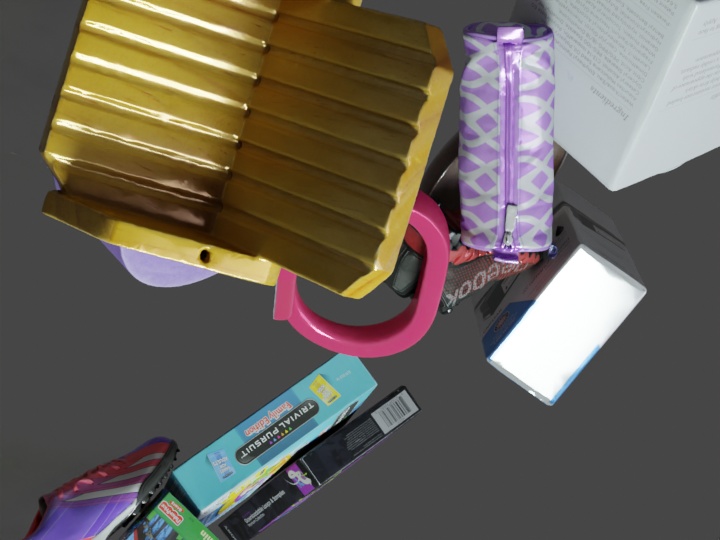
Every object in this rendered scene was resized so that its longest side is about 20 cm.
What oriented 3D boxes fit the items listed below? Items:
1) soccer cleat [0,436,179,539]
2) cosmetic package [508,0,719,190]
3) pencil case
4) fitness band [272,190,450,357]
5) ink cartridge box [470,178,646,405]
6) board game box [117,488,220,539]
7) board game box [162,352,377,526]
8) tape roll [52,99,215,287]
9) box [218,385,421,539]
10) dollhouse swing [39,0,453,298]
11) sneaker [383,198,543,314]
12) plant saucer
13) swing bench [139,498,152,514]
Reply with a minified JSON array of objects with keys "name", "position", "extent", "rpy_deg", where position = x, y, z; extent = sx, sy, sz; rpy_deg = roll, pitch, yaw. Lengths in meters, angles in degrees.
[{"name":"soccer cleat","position":[-0.230,0.198,1.629],"extent":[0.200,0.073,0.068],"rpy_deg":[-48,180,-38]},{"name":"cosmetic package","position":[0.240,-0.207,1.612],"extent":[0.164,0.165,0.201],"rpy_deg":[-21,145,-39]},{"name":"pencil case","position":[0.120,-0.108,1.586],"extent":[0.086,0.083,0.201],"rpy_deg":[-52,141,-71]},{"name":"fitness band","position":[0.000,0.000,1.612],"extent":[0.143,0.038,0.200],"rpy_deg":[5,137,-6]},{"name":"ink cartridge box","position":[0.183,0.016,1.830],"extent":[0.145,0.084,0.200],"rpy_deg":[-52,-166,15]},{"name":"board game box","position":[-0.179,0.311,1.626],"extent":[0.200,0.151,0.037],"rpy_deg":[-48,-170,-11]},{"name":"board game box","position":[-0.088,0.162,1.747],"extent":[0.200,0.047,0.151],"rpy_deg":[-34,172,-21]},{"name":"tape roll","position":[-0.112,-0.091,1.350],"extent":[0.200,0.085,0.200],"rpy_deg":[-35,153,-20]},{"name":"box","position":[-0.041,0.190,1.833],"extent":[0.143,0.036,0.200],"rpy_deg":[-33,176,-36]},{"name":"dollhouse swing","position":[-0.074,-0.095,1.164],"extent":[0.181,0.176,0.201],"rpy_deg":[15,96,-26]},{"name":"sneaker","position":[0.088,-0.010,1.715],"extent":[0.200,0.071,0.098],"rpy_deg":[-1,130,-53]},{"name":"plant saucer","position":[0.115,-0.087,1.756],"extent":[0.200,0.032,0.201],"rpy_deg":[-34,151,-22]},{"name":"swing bench","position":[-0.207,0.344,1.711],"extent":[0.199,0.200,0.130],"rpy_deg":[-38,154,-14]}]
